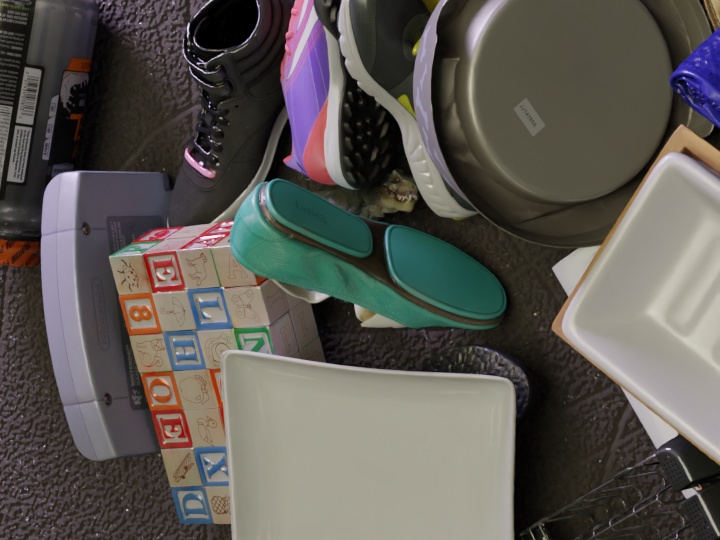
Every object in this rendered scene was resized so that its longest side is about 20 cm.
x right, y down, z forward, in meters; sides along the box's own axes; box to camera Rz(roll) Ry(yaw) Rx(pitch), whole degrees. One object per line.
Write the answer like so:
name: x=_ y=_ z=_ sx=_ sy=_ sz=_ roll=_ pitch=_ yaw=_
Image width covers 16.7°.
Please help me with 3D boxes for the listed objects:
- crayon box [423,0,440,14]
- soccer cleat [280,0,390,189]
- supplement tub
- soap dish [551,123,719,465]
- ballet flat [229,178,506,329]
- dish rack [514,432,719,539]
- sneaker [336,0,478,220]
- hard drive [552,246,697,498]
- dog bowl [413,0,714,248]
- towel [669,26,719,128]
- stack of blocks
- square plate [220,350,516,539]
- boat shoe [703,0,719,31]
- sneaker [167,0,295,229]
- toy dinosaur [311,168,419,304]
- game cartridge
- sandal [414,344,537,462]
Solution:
crayon box: x=0.060 y=-0.213 z=1.627 sx=0.200 sy=0.051 sz=0.127 roll=30 pitch=105 yaw=26
soccer cleat: x=-0.025 y=-0.153 z=1.619 sx=0.073 sy=0.068 sz=0.200 roll=10 pitch=112 yaw=38
supplement tub: x=-0.262 y=-0.109 z=1.766 sx=0.122 sy=0.123 sz=0.200 roll=14 pitch=98 yaw=28
soap dish: x=0.236 y=0.030 z=1.483 sx=0.200 sy=0.081 sz=0.157 roll=39 pitch=112 yaw=23
ballet flat: x=0.000 y=0.000 z=1.611 sx=0.070 sy=0.200 sz=0.067 roll=-44 pitch=34 yaw=40
dish rack: x=0.182 y=0.199 z=1.555 sx=0.200 sy=0.055 sz=0.153 roll=-38 pitch=72 yaw=44
sneaker: x=0.058 y=-0.120 z=1.573 sx=0.085 sy=0.074 sz=0.200 roll=0 pitch=133 yaw=41
hard drive: x=0.224 y=0.048 z=1.555 sx=0.132 sy=0.027 sz=0.200 roll=-36 pitch=74 yaw=25
dog bowl: x=0.123 y=-0.114 z=1.527 sx=0.059 sy=0.200 sz=0.200 roll=-170 pitch=82 yaw=-68
towel: x=0.301 y=-0.132 z=1.443 sx=0.200 sy=0.050 sz=0.148 roll=-43 pitch=74 yaw=-10
stack of blocks: x=-0.086 y=0.070 z=1.673 sx=0.115 sy=0.059 sz=0.200 roll=-4 pitch=107 yaw=30
square plate: x=0.009 y=0.148 z=1.614 sx=0.200 sy=0.028 sz=0.198 roll=5 pitch=113 yaw=17
boat shoe: x=0.275 y=-0.115 z=1.502 sx=0.074 sy=0.066 sz=0.200 roll=-44 pitch=71 yaw=22
sneaker: x=-0.098 y=-0.114 z=1.676 sx=0.071 sy=0.099 sz=0.200 roll=41 pitch=104 yaw=39
toy dinosaur: x=-0.034 y=-0.020 z=1.689 sx=0.200 sy=0.047 sz=0.088 roll=-6 pitch=85 yaw=33
game cartridge: x=-0.167 y=0.030 z=1.709 sx=0.040 sy=0.133 sz=0.200 roll=-10 pitch=86 yaw=28
sandal: x=0.049 y=0.110 z=1.649 sx=0.200 sy=0.045 sz=0.075 roll=-40 pitch=66 yaw=38
